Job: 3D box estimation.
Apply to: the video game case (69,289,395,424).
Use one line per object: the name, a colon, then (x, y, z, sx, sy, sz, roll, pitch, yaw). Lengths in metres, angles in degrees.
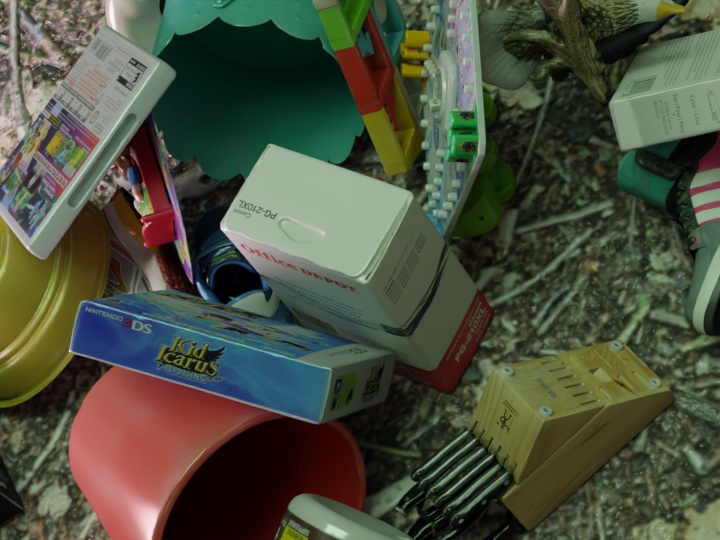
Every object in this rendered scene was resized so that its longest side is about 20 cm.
video game case: (-0.091, 0.061, 1.514, 0.199, 0.181, 0.046, 15, 95, 14)

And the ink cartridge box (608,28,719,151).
ink cartridge box: (0.292, -0.155, 1.560, 0.175, 0.045, 0.200, -13, 14, 19)

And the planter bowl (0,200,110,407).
planter bowl: (-0.313, 0.011, 1.750, 0.200, 0.083, 0.202, -26, 49, 35)

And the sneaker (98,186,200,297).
sneaker: (-0.188, 0.019, 1.743, 0.082, 0.078, 0.200, -41, 46, 7)

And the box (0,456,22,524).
box: (-0.406, 0.156, 1.735, 0.148, 0.107, 0.200, -34, 55, 3)

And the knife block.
knife block: (0.127, 0.151, 1.537, 0.199, 0.176, 0.064, -11, 44, -37)

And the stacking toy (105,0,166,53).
stacking toy: (-0.191, -0.284, 1.896, 0.146, 0.146, 0.200, -38, 36, 0)

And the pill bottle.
pill bottle: (-0.038, 0.275, 1.486, 0.109, 0.109, 0.201, 22, 89, 32)

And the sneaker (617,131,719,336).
sneaker: (0.254, -0.047, 1.566, 0.120, 0.084, 0.201, 11, 60, 23)

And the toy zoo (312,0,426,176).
toy zoo: (0.019, -0.171, 1.683, 0.020, 0.201, 0.132, -12, 30, 22)

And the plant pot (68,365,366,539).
plant pot: (-0.124, 0.160, 1.566, 0.201, 0.201, 0.177, -50, 44, -9)

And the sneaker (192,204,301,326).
sneaker: (-0.103, -0.002, 1.695, 0.074, 0.082, 0.200, -32, 41, 3)

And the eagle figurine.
eagle figurine: (0.184, -0.212, 1.568, 0.150, 0.152, 0.200, 29, 36, -3)

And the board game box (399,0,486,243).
board game box: (0.061, -0.138, 1.578, 0.026, 0.200, 0.201, 1, 66, -8)

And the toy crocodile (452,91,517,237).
toy crocodile: (0.084, -0.115, 1.692, 0.061, 0.068, 0.201, -20, 56, 13)

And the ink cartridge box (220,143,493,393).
ink cartridge box: (0.000, 0.000, 1.583, 0.144, 0.200, 0.085, 20, 72, 31)

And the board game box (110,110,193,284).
board game box: (-0.184, -0.074, 1.676, 0.039, 0.159, 0.200, -16, 23, -9)

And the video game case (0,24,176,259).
video game case: (-0.234, -0.110, 1.660, 0.183, 0.023, 0.200, -54, 26, 1)

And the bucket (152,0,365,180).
bucket: (-0.084, -0.187, 1.731, 0.206, 0.208, 0.136, -10, 51, 19)
